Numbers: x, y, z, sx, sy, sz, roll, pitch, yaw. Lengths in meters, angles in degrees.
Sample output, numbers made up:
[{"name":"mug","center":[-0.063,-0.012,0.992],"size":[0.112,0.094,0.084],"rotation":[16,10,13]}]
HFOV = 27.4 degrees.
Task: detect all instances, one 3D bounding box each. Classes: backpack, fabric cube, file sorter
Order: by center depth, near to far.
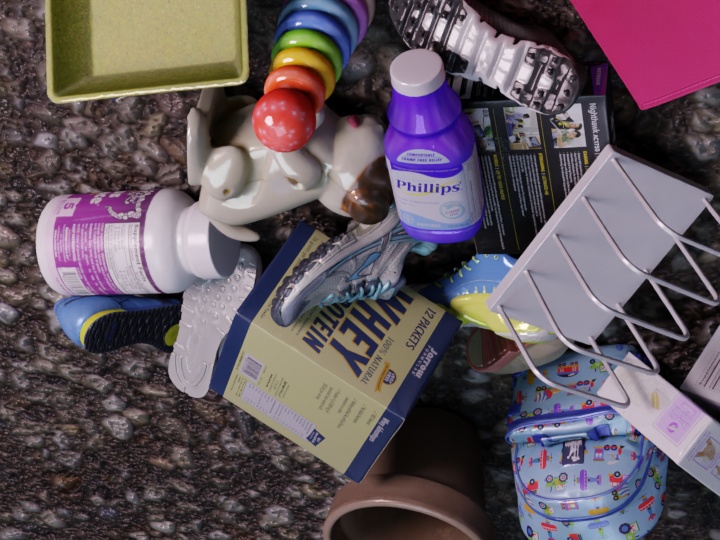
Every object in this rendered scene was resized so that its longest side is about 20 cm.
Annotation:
[{"name":"fabric cube","center":[0.253,-0.279,1.088],"size":[0.196,0.200,0.199],"rotation":[-21,124,35]},{"name":"file sorter","center":[0.243,0.014,1.377],"size":[0.138,0.125,0.200],"rotation":[19,120,-32]},{"name":"backpack","center":[0.242,0.198,1.595],"size":[0.182,0.201,0.135],"rotation":[-6,133,25]}]

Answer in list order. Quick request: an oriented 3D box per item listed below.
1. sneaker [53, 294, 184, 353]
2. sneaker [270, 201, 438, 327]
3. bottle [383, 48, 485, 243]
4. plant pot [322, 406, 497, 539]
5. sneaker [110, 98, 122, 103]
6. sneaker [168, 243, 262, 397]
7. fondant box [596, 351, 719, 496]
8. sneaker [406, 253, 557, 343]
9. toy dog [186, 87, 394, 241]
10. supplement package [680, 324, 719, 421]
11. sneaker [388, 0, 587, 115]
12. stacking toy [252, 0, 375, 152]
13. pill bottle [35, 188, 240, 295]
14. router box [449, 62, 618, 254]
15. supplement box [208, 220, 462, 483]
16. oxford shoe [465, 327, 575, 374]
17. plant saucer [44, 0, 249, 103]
[{"name":"sneaker","center":[-0.255,0.050,1.662],"size":[0.078,0.200,0.066],"rotation":[35,111,35]},{"name":"sneaker","center":[0.000,0.000,1.459],"size":[0.086,0.200,0.078],"rotation":[52,160,-6]},{"name":"bottle","center":[0.064,-0.110,1.336],"size":[0.083,0.065,0.200],"rotation":[3,140,14]},{"name":"plant pot","center":[0.070,0.262,1.737],"size":[0.199,0.175,0.201],"rotation":[9,137,8]},{"name":"sneaker","center":[-0.195,-0.222,1.400],"size":[0.200,0.067,0.090],"rotation":[-27,142,27]},{"name":"sneaker","center":[-0.155,0.048,1.666],"size":[0.076,0.080,0.200],"rotation":[36,120,16]},{"name":"fondant box","center":[0.348,0.178,1.482],"size":[0.200,0.144,0.058],"rotation":[34,96,-34]},{"name":"sneaker","center":[0.128,0.011,1.544],"size":[0.199,0.076,0.106],"rotation":[10,98,35]},{"name":"toy dog","center":[-0.059,-0.101,1.412],"size":[0.199,0.140,0.195],"rotation":[4,117,3]},{"name":"supplement package","center":[0.446,0.109,1.405],"size":[0.152,0.151,0.200],"rotation":[36,173,-22]},{"name":"sneaker","center":[0.117,-0.199,1.311],"size":[0.200,0.090,0.067],"rotation":[31,113,18]},{"name":"stacking toy","center":[-0.047,-0.181,1.284],"size":[0.085,0.201,0.086],"rotation":[9,137,8]},{"name":"pill bottle","center":[-0.234,-0.031,1.572],"size":[0.199,0.113,0.113],"rotation":[-2,135,19]},{"name":"router box","center":[0.171,-0.101,1.410],"size":[0.148,0.051,0.200],"rotation":[0,136,16]},{"name":"supplement box","center":[-0.031,0.091,1.561],"size":[0.199,0.134,0.200],"rotation":[32,150,3]},{"name":"oxford shoe","center":[0.205,0.054,1.569],"size":[0.074,0.071,0.200],"rotation":[18,145,-41]},{"name":"plant saucer","center":[-0.182,-0.252,1.302],"size":[0.199,0.201,0.048],"rotation":[-3,178,20]}]
